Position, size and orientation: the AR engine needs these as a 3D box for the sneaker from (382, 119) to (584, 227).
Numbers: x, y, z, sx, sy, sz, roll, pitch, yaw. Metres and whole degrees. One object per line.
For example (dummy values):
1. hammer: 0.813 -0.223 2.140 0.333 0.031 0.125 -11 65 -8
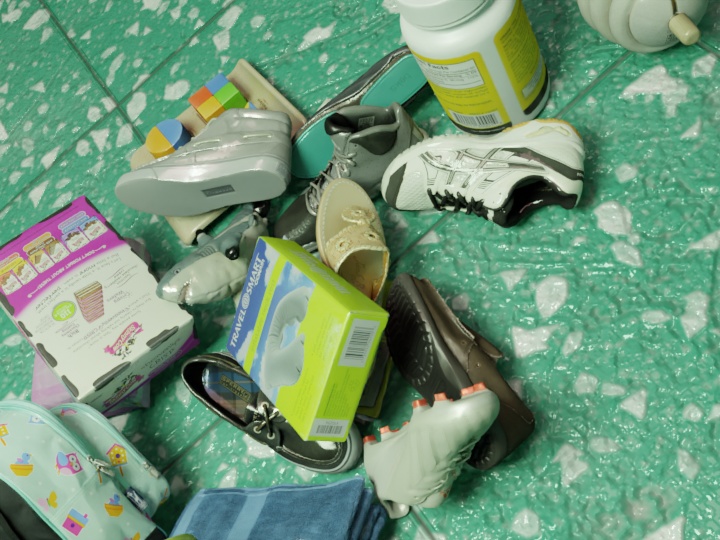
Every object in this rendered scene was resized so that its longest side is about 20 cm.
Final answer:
1. sneaker: 0.113 -0.081 0.853 0.199 0.076 0.088 -13 59 21

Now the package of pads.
1. package of pads: -0.293 0.068 0.988 0.120 0.076 0.201 -16 58 14

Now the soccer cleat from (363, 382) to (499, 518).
1. soccer cleat: 0.061 0.148 0.723 0.069 0.200 0.078 -9 70 -27

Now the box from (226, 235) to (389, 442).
1. box: -0.059 0.052 0.811 0.200 0.048 0.122 36 112 52

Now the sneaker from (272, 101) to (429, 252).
1. sneaker: -0.029 -0.107 0.923 0.200 0.116 0.075 -37 54 4

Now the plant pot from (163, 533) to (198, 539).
1. plant pot: -0.126 0.310 0.669 0.200 0.200 0.184 -43 71 0

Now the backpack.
1. backpack: -0.289 0.207 0.819 0.175 0.200 0.154 -22 29 41

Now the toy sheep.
1. toy sheep: 0.269 -0.279 0.855 0.137 0.138 0.200 -23 47 14

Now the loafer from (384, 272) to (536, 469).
1. loafer: 0.086 0.085 0.798 0.200 0.071 0.073 61 143 30

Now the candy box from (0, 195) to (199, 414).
1. candy box: -0.278 0.035 0.914 0.136 0.061 0.200 -36 66 -21

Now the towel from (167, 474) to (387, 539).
1. towel: -0.084 0.235 0.778 0.199 0.049 0.112 -9 34 29

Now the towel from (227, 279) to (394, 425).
1. towel: -0.042 0.062 0.897 0.199 0.023 0.144 13 71 31

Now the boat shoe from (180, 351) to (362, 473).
1. boat shoe: -0.090 0.135 0.848 0.200 0.057 0.069 24 96 30

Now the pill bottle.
1. pill bottle: 0.107 -0.227 0.867 0.114 0.200 0.115 -12 60 20

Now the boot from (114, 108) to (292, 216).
1. boot: -0.167 -0.121 0.977 0.199 0.074 0.096 -5 57 13

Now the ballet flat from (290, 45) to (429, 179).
1. ballet flat: -0.001 -0.175 0.980 0.200 0.073 0.073 -38 53 18

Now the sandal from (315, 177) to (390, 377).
1. sandal: 0.005 0.001 0.834 0.070 0.077 0.213 -30 52 54

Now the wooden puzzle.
1. wooden puzzle: -0.178 -0.152 1.061 0.200 0.046 0.185 -43 51 1

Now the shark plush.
1. shark plush: -0.141 -0.037 0.932 0.083 0.091 0.200 2 47 13
